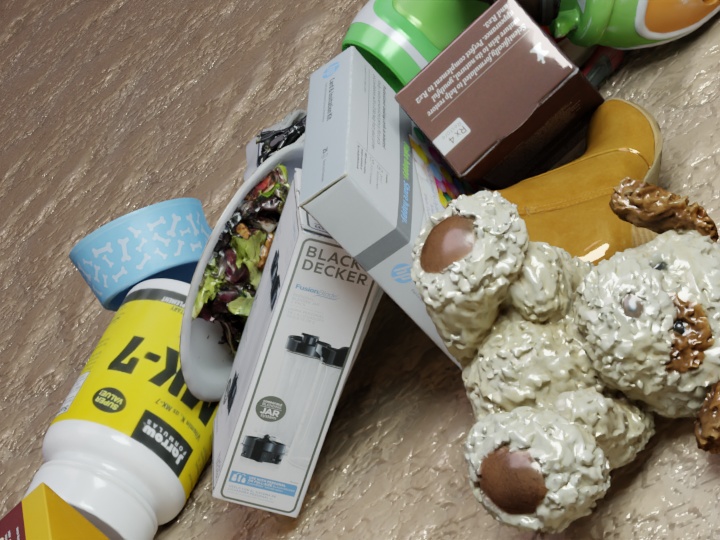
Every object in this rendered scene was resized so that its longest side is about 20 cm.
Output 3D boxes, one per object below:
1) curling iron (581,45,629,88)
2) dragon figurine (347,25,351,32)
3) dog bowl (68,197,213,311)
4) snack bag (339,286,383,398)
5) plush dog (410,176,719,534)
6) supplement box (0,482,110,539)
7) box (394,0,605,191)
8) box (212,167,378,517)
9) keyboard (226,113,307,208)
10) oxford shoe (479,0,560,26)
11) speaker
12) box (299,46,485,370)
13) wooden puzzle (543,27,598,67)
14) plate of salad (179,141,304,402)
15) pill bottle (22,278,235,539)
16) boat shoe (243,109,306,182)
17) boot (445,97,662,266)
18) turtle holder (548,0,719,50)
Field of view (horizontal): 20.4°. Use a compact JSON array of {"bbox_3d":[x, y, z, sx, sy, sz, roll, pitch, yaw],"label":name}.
[{"bbox_3d":[0.177,-0.163,1.472,0.200,0.026,0.050,-51,29,-14],"label":"curling iron"},{"bbox_3d":[0.030,-0.195,1.634,0.099,0.059,0.200,-45,-4,3],"label":"dragon figurine"},{"bbox_3d":[-0.153,-0.005,1.590,0.111,0.050,0.200,-27,-11,12],"label":"dog bowl"},{"bbox_3d":[0.000,0.000,1.403,0.200,0.021,0.189,-87,16,-55],"label":"snack bag"},{"bbox_3d":[0.142,0.046,1.114,0.171,0.160,0.201,-22,63,15],"label":"plush dog"},{"bbox_3d":[-0.223,0.285,1.275,0.200,0.133,0.197,-42,25,6],"label":"supplement box"},{"bbox_3d":[0.098,-0.109,1.316,0.100,0.075,0.200,-42,-9,8],"label":"box"},{"bbox_3d":[-0.043,0.047,1.328,0.117,0.060,0.201,-101,27,-68],"label":"box"},{"bbox_3d":[-0.017,-0.085,1.547,0.199,0.021,0.128,-31,53,13],"label":"keyboard"},{"bbox_3d":[0.091,-0.207,1.375,0.084,0.073,0.200,-1,11,-10],"label":"oxford shoe"},{"bbox_3d":[0.076,-0.216,1.511,0.200,0.089,0.088,-48,25,-15],"label":"speaker"},{"bbox_3d":[0.042,-0.027,1.267,0.041,0.200,0.156,-32,28,22],"label":"box"},{"bbox_3d":[0.110,-0.170,1.565,0.200,0.046,0.185,-49,25,-8],"label":"wooden puzzle"},{"bbox_3d":[-0.063,0.005,1.424,0.048,0.200,0.200,25,66,22],"label":"plate of salad"},{"bbox_3d":[-0.163,0.115,1.467,0.114,0.114,0.201,-17,37,45],"label":"pill bottle"},{"bbox_3d":[-0.054,-0.085,1.653,0.065,0.074,0.200,-44,26,12],"label":"boat shoe"},{"bbox_3d":[0.122,-0.048,1.254,0.143,0.071,0.202,-4,32,-9],"label":"boot"},{"bbox_3d":[0.192,-0.228,1.428,0.185,0.131,0.142,-153,65,-81],"label":"turtle holder"}]
